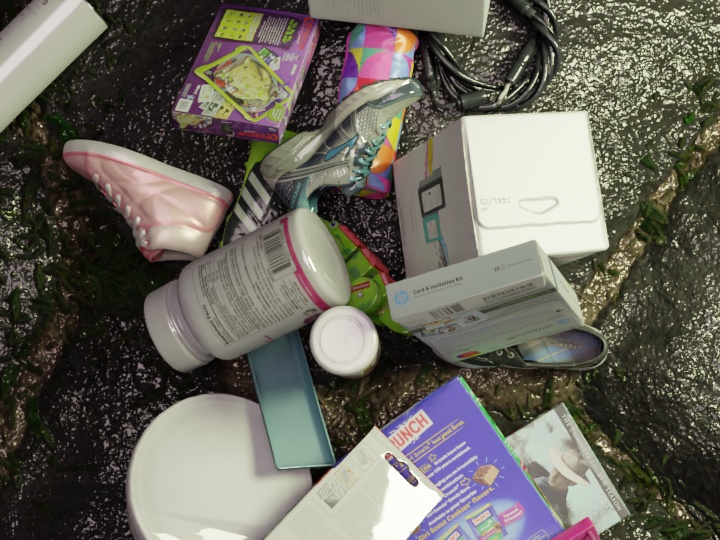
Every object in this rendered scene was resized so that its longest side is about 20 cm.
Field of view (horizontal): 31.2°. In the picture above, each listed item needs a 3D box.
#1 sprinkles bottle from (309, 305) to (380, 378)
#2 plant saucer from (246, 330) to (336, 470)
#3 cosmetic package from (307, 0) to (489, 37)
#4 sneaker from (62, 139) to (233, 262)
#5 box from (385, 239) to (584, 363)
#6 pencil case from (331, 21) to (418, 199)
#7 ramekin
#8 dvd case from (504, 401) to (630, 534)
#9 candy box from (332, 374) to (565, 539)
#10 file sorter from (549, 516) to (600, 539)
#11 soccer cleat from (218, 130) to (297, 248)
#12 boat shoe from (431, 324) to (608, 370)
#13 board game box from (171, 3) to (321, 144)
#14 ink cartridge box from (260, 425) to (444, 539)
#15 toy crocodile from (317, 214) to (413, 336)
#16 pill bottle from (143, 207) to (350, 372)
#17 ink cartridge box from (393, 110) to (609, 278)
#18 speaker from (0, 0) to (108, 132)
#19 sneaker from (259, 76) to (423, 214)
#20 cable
[{"bbox_3d":[-0.014,0.078,1.359,0.068,0.200,0.069,0,84,2],"label":"sprinkles bottle"},{"bbox_3d":[-0.084,0.128,1.397,0.069,0.019,0.201,1,54,-28],"label":"plant saucer"},{"bbox_3d":[0.054,-0.377,1.407,0.199,0.123,0.200,8,61,9],"label":"cosmetic package"},{"bbox_3d":[-0.251,-0.072,1.443,0.199,0.075,0.105,20,79,-1],"label":"sneaker"},{"bbox_3d":[0.131,0.036,1.302,0.155,0.200,0.041,-17,68,16],"label":"box"},{"bbox_3d":[0.008,-0.178,1.447,0.088,0.088,0.201,12,83,3],"label":"pencil case"},{"bbox_3d":[-0.157,0.241,1.366,0.201,0.094,0.204,10,60,-18],"label":"ramekin"},{"bbox_3d":[0.176,0.259,1.426,0.199,0.022,0.147,-30,84,-3],"label":"dvd case"},{"bbox_3d":[0.095,0.240,1.381,0.169,0.077,0.201,-35,85,1],"label":"candy box"},{"bbox_3d":[0.196,0.383,1.331,0.199,0.139,0.126,-32,48,-2],"label":"file sorter"},{"bbox_3d":[-0.103,-0.061,1.436,0.081,0.067,0.201,8,82,33],"label":"soccer cleat"},{"bbox_3d":[0.176,0.079,1.422,0.199,0.066,0.070,8,84,2],"label":"boat shoe"},{"bbox_3d":[-0.122,-0.220,1.419,0.119,0.032,0.201,6,47,11],"label":"board game box"},{"bbox_3d":[-0.018,0.266,1.315,0.109,0.050,0.200,44,62,4],"label":"ink cartridge box"},{"bbox_3d":[0.000,0.000,1.412,0.062,0.067,0.200,-44,59,7],"label":"toy crocodile"},{"bbox_3d":[-0.120,0.025,1.357,0.199,0.113,0.114,-25,84,16],"label":"pill bottle"},{"bbox_3d":[0.141,-0.070,1.354,0.146,0.200,0.147,-5,83,-20],"label":"ink cartridge box"},{"bbox_3d":[-0.385,-0.237,1.462,0.081,0.081,0.200,44,86,5],"label":"speaker"},{"bbox_3d":[-0.007,-0.128,1.365,0.200,0.078,0.087,-35,80,20],"label":"sneaker"},{"bbox_3d":[0.145,-0.282,1.470,0.162,0.051,0.201,-7,83,1],"label":"cable"}]
